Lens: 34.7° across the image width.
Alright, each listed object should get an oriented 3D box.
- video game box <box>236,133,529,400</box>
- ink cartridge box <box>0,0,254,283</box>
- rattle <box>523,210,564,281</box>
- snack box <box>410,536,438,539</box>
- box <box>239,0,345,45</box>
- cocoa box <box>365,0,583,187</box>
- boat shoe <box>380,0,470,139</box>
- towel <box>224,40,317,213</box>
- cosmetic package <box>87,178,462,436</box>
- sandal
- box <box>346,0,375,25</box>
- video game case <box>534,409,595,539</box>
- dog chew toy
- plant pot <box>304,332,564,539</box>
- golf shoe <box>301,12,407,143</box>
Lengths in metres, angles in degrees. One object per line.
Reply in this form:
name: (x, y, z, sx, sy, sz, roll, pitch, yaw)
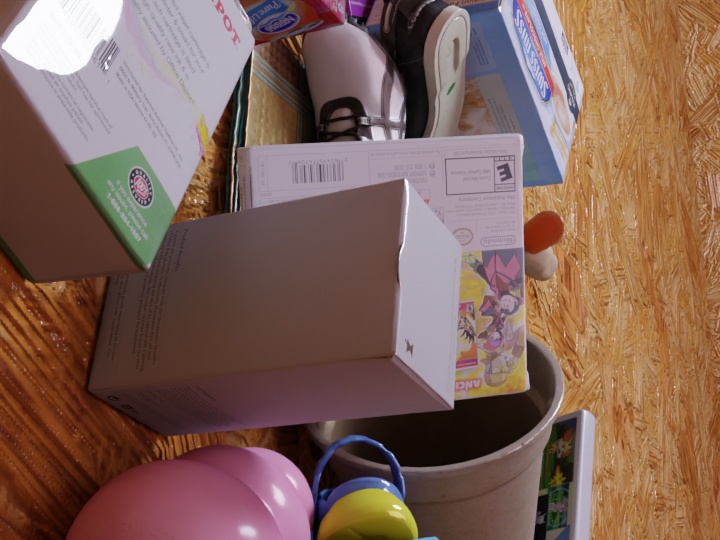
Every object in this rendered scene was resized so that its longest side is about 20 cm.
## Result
video game box: (0.018, 0.002, 0.796, 0.047, 0.198, 0.185, -165, -108, -72)
ink cartridge box: (-0.146, -0.116, 0.625, 0.146, 0.087, 0.201, 61, 35, -39)
rattle: (0.102, 0.003, 1.007, 0.130, 0.143, 0.200, 49, -1, -13)
snack box: (-0.031, 0.240, 0.674, 0.037, 0.200, 0.116, 46, 12, 25)
box: (-0.069, -0.271, 0.813, 0.095, 0.099, 0.202, 36, 52, -57)
cocoa box: (0.106, -0.185, 1.039, 0.201, 0.132, 0.132, 60, 36, -40)
boat shoe: (0.047, -0.146, 0.956, 0.072, 0.067, 0.201, -53, 158, -31)
towel: (-0.059, -0.074, 0.877, 0.147, 0.021, 0.202, 39, 48, -56)
cosmetic package: (-0.048, 0.027, 0.661, 0.085, 0.198, 0.109, 45, 45, -51)
sandal: (-0.007, 0.183, 0.777, 0.201, 0.079, 0.088, 110, -20, -45)
box: (0.017, -0.153, 1.040, 0.143, 0.036, 0.202, -14, 95, -64)
video game case: (0.122, 0.233, 0.995, 0.022, 0.182, 0.202, 34, 50, -29)
dog chew toy: (-0.084, 0.157, 0.654, 0.200, 0.123, 0.126, -21, 103, -72)
plant pot: (0.062, 0.167, 0.902, 0.201, 0.198, 0.185, -56, 144, -54)
golf shoe: (-0.002, -0.097, 0.890, 0.095, 0.077, 0.202, -53, 128, -56)
